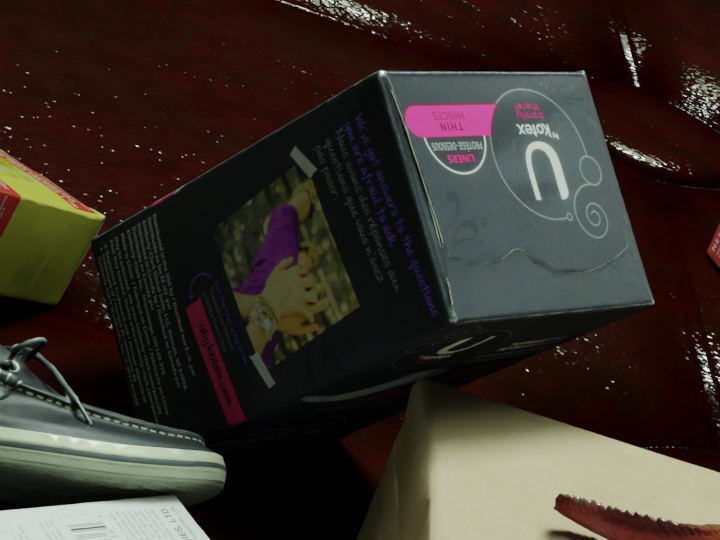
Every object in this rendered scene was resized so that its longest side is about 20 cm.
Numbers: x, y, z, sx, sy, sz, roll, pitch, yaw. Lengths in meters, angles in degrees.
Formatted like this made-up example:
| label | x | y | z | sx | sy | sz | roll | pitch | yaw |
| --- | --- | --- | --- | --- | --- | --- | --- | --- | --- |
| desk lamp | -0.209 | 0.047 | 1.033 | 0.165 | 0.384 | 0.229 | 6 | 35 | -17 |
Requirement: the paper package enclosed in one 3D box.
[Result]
| label | x | y | z | sx | sy | sz | roll | pitch | yaw |
| --- | --- | --- | --- | --- | --- | --- | --- | --- | --- |
| paper package | 0.096 | 0.148 | 0.926 | 0.199 | 0.104 | 0.191 | 18 | 25 | -8 |

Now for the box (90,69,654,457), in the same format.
| label | x | y | z | sx | sy | sz | roll | pitch | yaw |
| --- | --- | --- | --- | --- | --- | --- | --- | --- | --- |
| box | 0.000 | 0.000 | 1.008 | 0.122 | 0.200 | 0.106 | -5 | 75 | -44 |

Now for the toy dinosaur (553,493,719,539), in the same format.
| label | x | y | z | sx | sy | sz | roll | pitch | yaw |
| --- | --- | --- | --- | --- | --- | --- | --- | --- | --- |
| toy dinosaur | 0.190 | 0.129 | 0.835 | 0.199 | 0.105 | 0.182 | -21 | 34 | 2 |

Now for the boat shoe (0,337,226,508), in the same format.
| label | x | y | z | sx | sy | sz | roll | pitch | yaw |
| --- | --- | --- | --- | --- | --- | --- | --- | --- | --- |
| boat shoe | -0.146 | 0.052 | 0.944 | 0.199 | 0.075 | 0.062 | 13 | 67 | -12 |

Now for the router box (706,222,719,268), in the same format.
| label | x | y | z | sx | sy | sz | roll | pitch | yaw |
| --- | --- | --- | --- | --- | --- | --- | --- | --- | --- |
| router box | 0.326 | 0.030 | 1.420 | 0.199 | 0.049 | 0.180 | 9 | 28 | -26 |

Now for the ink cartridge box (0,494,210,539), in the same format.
| label | x | y | z | sx | sy | sz | roll | pitch | yaw |
| --- | --- | --- | --- | --- | --- | --- | --- | --- | --- |
| ink cartridge box | -0.120 | 0.134 | 0.851 | 0.200 | 0.042 | 0.119 | 1 | 32 | -42 |

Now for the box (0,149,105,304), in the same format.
| label | x | y | z | sx | sy | sz | roll | pitch | yaw |
| --- | --- | --- | --- | --- | --- | --- | --- | --- | --- |
| box | -0.183 | -0.030 | 1.035 | 0.075 | 0.050 | 0.200 | 32 | 4 | 18 |
